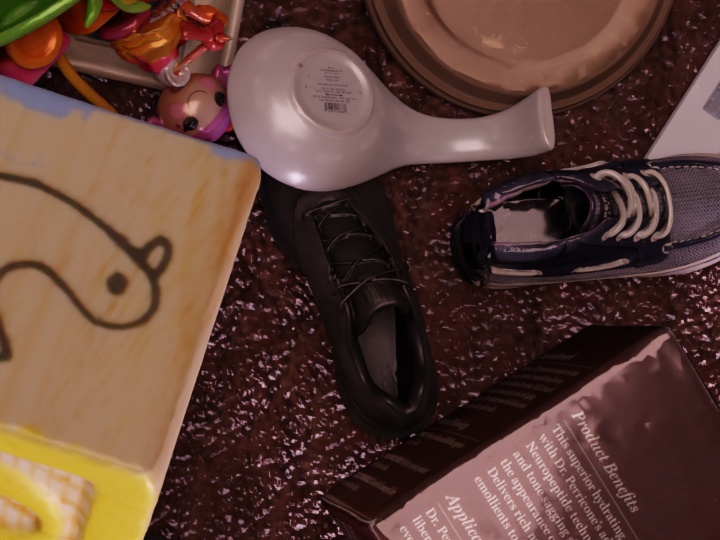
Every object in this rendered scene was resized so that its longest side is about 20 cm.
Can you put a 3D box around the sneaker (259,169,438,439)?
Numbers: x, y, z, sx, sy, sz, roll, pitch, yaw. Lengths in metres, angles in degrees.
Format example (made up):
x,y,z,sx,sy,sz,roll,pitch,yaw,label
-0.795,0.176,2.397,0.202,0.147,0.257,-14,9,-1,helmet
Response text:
x,y,z,sx,sy,sz,roll,pitch,yaw,label
0.000,0.000,1.258,0.076,0.091,0.200,-24,87,-7,sneaker

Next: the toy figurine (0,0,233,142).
x,y,z,sx,sy,sz,roll,pitch,yaw,label
-0.128,-0.111,1.231,0.200,0.150,0.184,-43,122,-20,toy figurine

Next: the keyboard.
x,y,z,sx,sy,sz,roll,pitch,yaw,label
0.229,-0.101,1.340,0.056,0.011,0.200,33,81,2,keyboard

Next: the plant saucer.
x,y,z,sx,sy,sz,roll,pitch,yaw,label
0.098,-0.191,1.299,0.200,0.029,0.200,-1,97,-6,plant saucer

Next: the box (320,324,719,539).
x,y,z,sx,sy,sz,roll,pitch,yaw,label
0.112,0.149,1.216,0.200,0.164,0.166,-32,94,-9,box

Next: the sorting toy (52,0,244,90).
x,y,z,sx,sy,sz,roll,pitch,yaw,label
-0.161,-0.211,1.284,0.200,0.036,0.185,11,84,-6,sorting toy

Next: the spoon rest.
x,y,z,sx,sy,sz,roll,pitch,yaw,label
0.013,-0.089,1.258,0.200,0.061,0.099,5,70,-25,spoon rest

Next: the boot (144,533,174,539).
x,y,z,sx,sy,sz,roll,pitch,yaw,label
-0.116,0.258,1.236,0.182,0.073,0.200,17,89,-4,boot

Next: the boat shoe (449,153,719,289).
x,y,z,sx,sy,sz,roll,pitch,yaw,label
0.156,-0.031,1.273,0.200,0.093,0.075,-13,83,-5,boat shoe

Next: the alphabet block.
x,y,z,sx,sy,sz,roll,pitch,yaw,label
-0.181,0.039,1.144,0.195,0.196,0.200,17,57,-2,alphabet block
